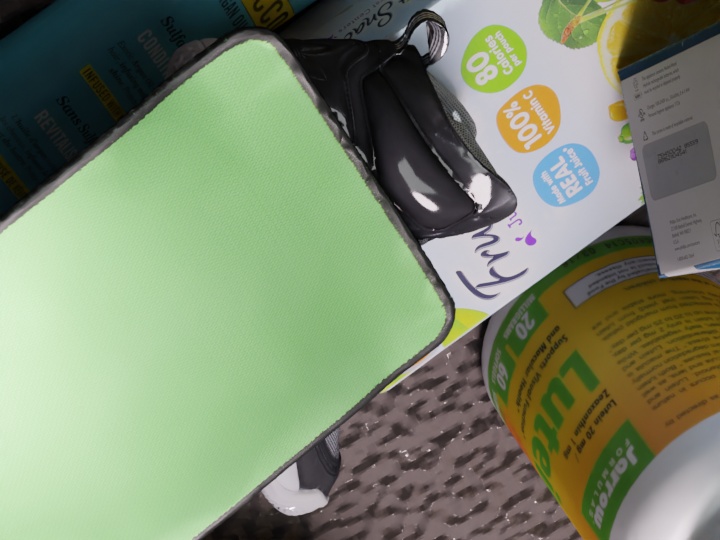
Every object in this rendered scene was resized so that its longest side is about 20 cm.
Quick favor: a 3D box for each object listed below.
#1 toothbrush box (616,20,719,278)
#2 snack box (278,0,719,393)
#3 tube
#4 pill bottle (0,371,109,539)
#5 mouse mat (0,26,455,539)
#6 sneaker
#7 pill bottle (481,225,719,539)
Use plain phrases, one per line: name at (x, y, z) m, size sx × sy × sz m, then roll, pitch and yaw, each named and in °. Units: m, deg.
toothbrush box at (0.217, -0.059, 0.777) m, size 0.199 × 0.146 × 0.086 m, roll -8°, pitch 86°, yaw -19°
snack box at (0.048, -0.062, 0.835) m, size 0.200 × 0.053 × 0.142 m, roll -36°, pitch 128°, yaw 3°
tube at (-0.079, -0.084, 0.771) m, size 0.200 × 0.050 × 0.077 m, roll -36°, pitch 150°, yaw -2°
pill bottle at (-0.166, 0.076, 0.770) m, size 0.112 × 0.113 × 0.200 m, roll 22°, pitch 126°, yaw -35°
mouse mat at (-0.073, 0.031, 0.701) m, size 0.200 × 0.008 × 0.161 m, roll -39°, pitch 133°, yaw -6°
sneaker at (0.000, 0.000, 0.775) m, size 0.113 × 0.076 × 0.201 m, roll -14°, pitch 126°, yaw -8°
pill bottle at (0.136, 0.078, 0.879) m, size 0.111 × 0.200 × 0.111 m, roll -12°, pitch 127°, yaw -17°
